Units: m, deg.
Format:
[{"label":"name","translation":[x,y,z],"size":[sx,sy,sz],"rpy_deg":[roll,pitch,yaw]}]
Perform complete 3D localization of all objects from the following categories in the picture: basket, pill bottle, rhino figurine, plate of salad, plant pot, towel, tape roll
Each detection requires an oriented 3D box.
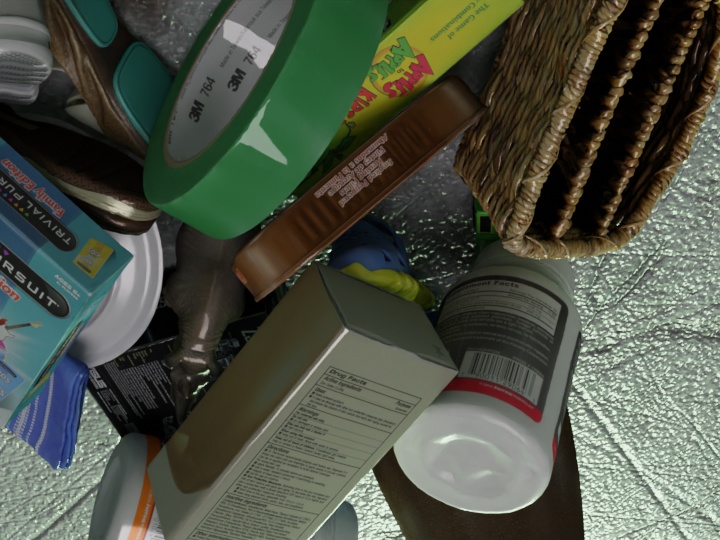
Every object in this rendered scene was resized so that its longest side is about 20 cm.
[{"label":"basket","translation":[0.168,-0.107,0.756],"size":[0.143,0.149,0.200],"rpy_deg":[15,111,-16]},{"label":"pill bottle","translation":[-0.109,0.207,0.937],"size":[0.200,0.113,0.113],"rpy_deg":[18,126,-20]},{"label":"pill bottle","translation":[0.101,0.067,0.845],"size":[0.111,0.200,0.111],"rpy_deg":[12,133,13]},{"label":"rhino figurine","translation":[-0.108,0.013,0.818],"size":[0.060,0.200,0.087],"rpy_deg":[16,158,-15]},{"label":"plate of salad","translation":[-0.234,-0.021,0.865],"size":[0.200,0.048,0.200],"rpy_deg":[6,110,16]},{"label":"plant pot","translation":[0.112,0.206,0.976],"size":[0.187,0.200,0.187],"rpy_deg":[-12,152,-7]},{"label":"towel","translation":[-0.299,0.067,0.898],"size":[0.200,0.024,0.145],"rpy_deg":[31,138,7]},{"label":"tape roll","translation":[-0.063,-0.118,0.719],"size":[0.048,0.201,0.200],"rpy_deg":[29,123,-27]}]

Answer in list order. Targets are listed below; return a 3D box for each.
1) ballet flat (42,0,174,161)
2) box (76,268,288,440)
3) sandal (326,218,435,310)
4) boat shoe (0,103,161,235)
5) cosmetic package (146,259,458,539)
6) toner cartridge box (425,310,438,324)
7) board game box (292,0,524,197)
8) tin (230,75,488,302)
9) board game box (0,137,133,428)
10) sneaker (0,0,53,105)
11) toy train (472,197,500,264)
[{"label":"ballet flat","translation":[-0.185,-0.142,0.785],"size":[0.072,0.068,0.200],"rpy_deg":[-8,134,29]},{"label":"box","translation":[-0.121,0.095,0.970],"size":[0.164,0.086,0.200],"rpy_deg":[-16,130,9]},{"label":"sandal","translation":[0.000,0.000,0.857],"size":[0.079,0.087,0.200],"rpy_deg":[-25,173,4]},{"label":"boat shoe","translation":[-0.224,-0.060,0.786],"size":[0.202,0.075,0.075],"rpy_deg":[26,113,19]},{"label":"cosmetic package","translation":[-0.042,0.099,0.763],"size":[0.105,0.071,0.200],"rpy_deg":[25,114,-38]},{"label":"toner cartridge box","translation":[0.015,0.074,0.910],"size":[0.095,0.043,0.200],"rpy_deg":[-29,171,22]},{"label":"board game box","translation":[0.010,-0.148,0.765],"size":[0.200,0.102,0.048],"rpy_deg":[-38,123,25]},{"label":"tin","translation":[-0.003,-0.056,0.766],"size":[0.200,0.112,0.042],"rpy_deg":[-40,89,-4]},{"label":"board game box","translation":[-0.255,0.003,0.774],"size":[0.151,0.047,0.200],"rpy_deg":[42,136,-2]},{"label":"sneaker","translation":[-0.231,-0.151,0.723],"size":[0.075,0.200,0.082],"rpy_deg":[2,88,-32]},{"label":"toy train","translation":[0.116,-0.035,0.914],"size":[0.056,0.042,0.200],"rpy_deg":[1,131,7]}]
